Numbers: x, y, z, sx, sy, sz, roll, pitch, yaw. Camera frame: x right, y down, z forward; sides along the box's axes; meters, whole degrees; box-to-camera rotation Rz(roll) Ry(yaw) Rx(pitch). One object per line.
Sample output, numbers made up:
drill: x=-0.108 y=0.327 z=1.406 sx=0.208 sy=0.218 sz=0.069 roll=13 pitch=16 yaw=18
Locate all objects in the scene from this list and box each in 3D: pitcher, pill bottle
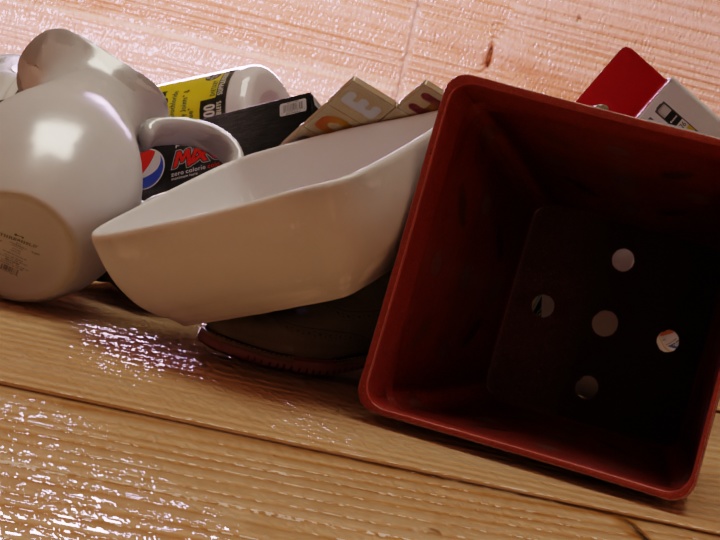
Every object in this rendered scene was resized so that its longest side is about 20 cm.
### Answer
pitcher: x=-0.169 y=-0.060 z=1.473 sx=0.170 sy=0.122 sz=0.201 roll=18 pitch=34 yaw=0
pill bottle: x=-0.155 y=-0.090 z=1.817 sx=0.198 sy=0.114 sz=0.112 roll=-11 pitch=-3 yaw=21

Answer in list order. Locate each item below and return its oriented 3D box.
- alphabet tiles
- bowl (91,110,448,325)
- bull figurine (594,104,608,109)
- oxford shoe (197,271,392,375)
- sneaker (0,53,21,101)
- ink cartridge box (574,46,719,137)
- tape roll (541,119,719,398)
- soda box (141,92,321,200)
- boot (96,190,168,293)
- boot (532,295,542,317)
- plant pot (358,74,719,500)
alphabet tiles: x=0.031 y=-0.054 z=1.503 sx=0.166 sy=0.008 sz=0.200 roll=30 pitch=-35 yaw=-17
bowl: x=-0.041 y=-0.028 z=1.383 sx=0.199 sy=0.075 sz=0.199 roll=-10 pitch=12 yaw=30
bull figurine: x=0.144 y=-0.062 z=1.744 sx=0.198 sy=0.122 sz=0.065 roll=3 pitch=-27 yaw=-20
oxford shoe: x=-0.010 y=0.023 z=1.441 sx=0.199 sy=0.076 sz=0.070 roll=0 pitch=14 yaw=-32
sneaker: x=-0.289 y=-0.123 z=1.738 sx=0.114 sy=0.076 sz=0.201 roll=2 pitch=14 yaw=1
ink cartridge box: x=0.213 y=-0.051 z=1.831 sx=0.175 sy=0.200 sz=0.084 roll=40 pitch=7 yaw=1
tape roll: x=0.206 y=-0.001 z=1.604 sx=0.066 sy=0.202 sz=0.200 roll=18 pitch=7 yaw=33
soda box: x=-0.114 y=-0.069 z=1.698 sx=0.198 sy=0.064 sz=0.071 roll=-12 pitch=-26 yaw=16
boot: x=-0.130 y=-0.004 z=1.595 sx=0.097 sy=0.075 sz=0.199 roll=36 pitch=19 yaw=29
boot: x=0.137 y=0.027 z=1.646 sx=0.073 sy=0.201 sz=0.151 roll=-3 pitch=-42 yaw=34
plant pot: x=0.134 y=0.020 z=1.366 sx=0.198 sy=0.202 sz=0.176 roll=15 pitch=-5 yaw=15
